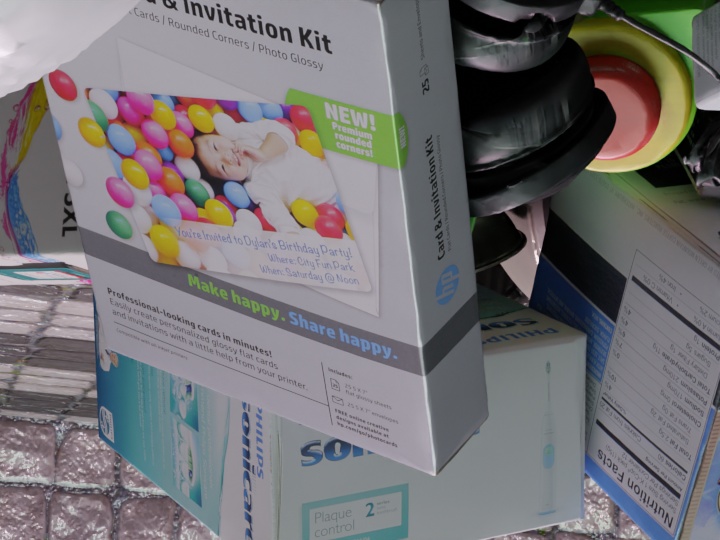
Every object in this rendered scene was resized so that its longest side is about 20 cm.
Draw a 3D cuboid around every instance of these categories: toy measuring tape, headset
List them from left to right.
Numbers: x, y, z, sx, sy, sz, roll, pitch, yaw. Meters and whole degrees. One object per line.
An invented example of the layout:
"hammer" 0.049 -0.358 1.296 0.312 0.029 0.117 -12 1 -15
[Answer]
"headset" 0.044 -0.067 0.759 0.200 0.094 0.124 10 131 24
"toy measuring tape" 0.061 -0.071 0.894 0.199 0.074 0.074 -4 168 17

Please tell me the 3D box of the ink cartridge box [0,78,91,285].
"ink cartridge box" -0.112 -0.056 0.954 0.200 0.117 0.067 -1 169 27

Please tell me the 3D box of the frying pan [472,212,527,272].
"frying pan" -0.011 -0.001 0.966 0.115 0.031 0.190 3 -162 45

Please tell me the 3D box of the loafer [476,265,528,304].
"loafer" 0.001 -0.021 1.283 0.199 0.073 0.071 14 175 -6

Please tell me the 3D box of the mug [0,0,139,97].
"mug" -0.152 -0.120 0.581 0.175 0.148 0.200 -7 137 19

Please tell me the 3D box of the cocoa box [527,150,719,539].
"cocoa box" 0.187 0.021 0.969 0.200 0.132 0.133 -7 -148 -30

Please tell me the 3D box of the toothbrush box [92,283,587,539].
"toothbrush box" -0.014 0.051 0.987 0.146 0.086 0.200 -8 -164 -26

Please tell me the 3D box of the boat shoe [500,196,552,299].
"boat shoe" 0.087 -0.040 1.026 0.057 0.067 0.200 -33 158 -7

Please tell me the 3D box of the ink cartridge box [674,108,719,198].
"ink cartridge box" 0.225 -0.051 0.939 0.199 0.037 0.095 8 -156 -10

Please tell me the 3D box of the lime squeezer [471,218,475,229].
"lime squeezer" 0.075 -0.092 0.815 0.038 0.071 0.200 8 141 -41

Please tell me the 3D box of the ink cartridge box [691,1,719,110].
"ink cartridge box" 0.241 -0.090 0.760 0.199 0.041 0.200 -1 173 -21

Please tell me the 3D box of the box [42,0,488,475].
"box" -0.036 -0.035 0.793 0.156 0.041 0.200 19 135 29
